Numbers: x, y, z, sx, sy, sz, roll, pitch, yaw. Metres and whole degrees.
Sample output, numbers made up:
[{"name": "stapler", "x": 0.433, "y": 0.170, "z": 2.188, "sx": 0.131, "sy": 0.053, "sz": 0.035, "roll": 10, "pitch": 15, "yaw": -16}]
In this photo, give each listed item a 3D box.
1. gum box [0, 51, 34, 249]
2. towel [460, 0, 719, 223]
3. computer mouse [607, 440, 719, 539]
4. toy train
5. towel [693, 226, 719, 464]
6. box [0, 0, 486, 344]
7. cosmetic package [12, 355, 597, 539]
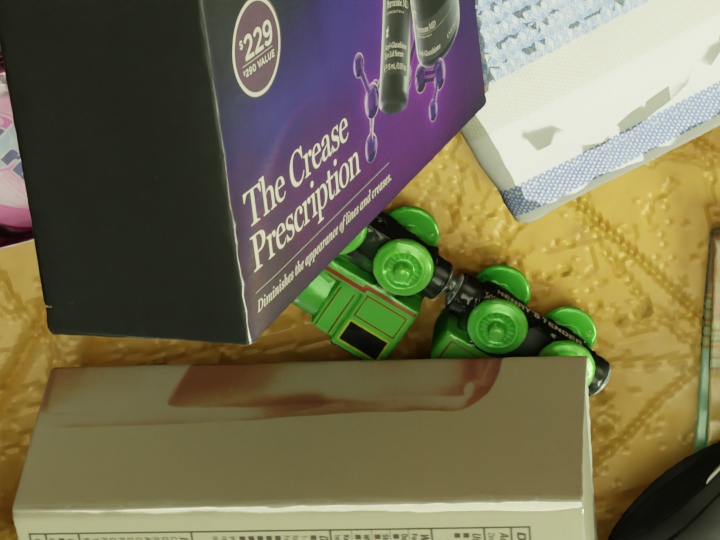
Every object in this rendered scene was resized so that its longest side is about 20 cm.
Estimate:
[{"name": "gum box", "x": -0.176, "y": -0.038, "z": 0.989, "sx": 0.199, "sy": 0.114, "sz": 0.066, "roll": -16, "pitch": 106, "yaw": 5}, {"name": "towel", "x": 0.072, "y": -0.130, "z": 1.006, "sx": 0.146, "sy": 0.024, "sz": 0.201, "roll": -28, "pitch": 103, "yaw": 11}, {"name": "computer mouse", "x": 0.160, "y": 0.052, "z": 1.028, "sx": 0.200, "sy": 0.046, "sz": 0.141, "roll": -33, "pitch": 103, "yaw": 8}, {"name": "toy train", "x": 0.000, "y": 0.000, "z": 1.038, "sx": 0.199, "sy": 0.042, "sz": 0.056, "roll": 31, "pitch": 115, "yaw": -8}, {"name": "towel", "x": 0.197, "y": 0.081, "z": 1.070, "sx": 0.146, "sy": 0.022, "sz": 0.201, "roll": 1, "pitch": 105, "yaw": -1}, {"name": "box", "x": -0.034, "y": -0.083, "z": 0.915, "sx": 0.078, "sy": 0.200, "sz": 0.142, "roll": 1, "pitch": 116, "yaw": 25}, {"name": "cosmetic package", "x": -0.015, "y": 0.094, "z": 1.019, "sx": 0.199, "sy": 0.087, "sz": 0.104, "roll": 0, "pitch": 126, "yaw": 6}]
